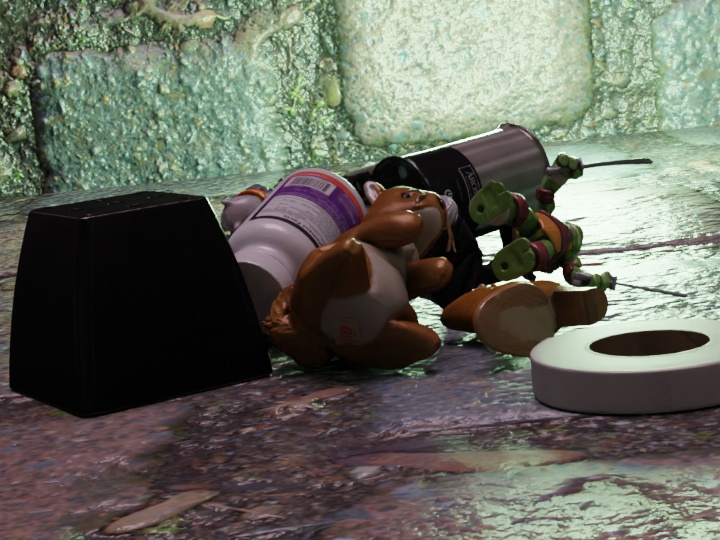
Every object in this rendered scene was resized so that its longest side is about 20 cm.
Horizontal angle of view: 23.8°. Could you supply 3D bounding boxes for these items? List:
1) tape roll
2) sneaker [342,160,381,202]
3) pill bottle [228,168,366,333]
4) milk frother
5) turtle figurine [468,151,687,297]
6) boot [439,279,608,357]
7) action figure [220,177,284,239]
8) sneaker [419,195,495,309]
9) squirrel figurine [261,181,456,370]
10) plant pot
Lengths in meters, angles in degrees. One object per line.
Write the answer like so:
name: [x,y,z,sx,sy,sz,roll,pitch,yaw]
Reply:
tape roll: [0.241,0.078,1.423,0.202,0.037,0.203,-6,10,1]
sneaker: [0.014,-0.143,2.887,0.079,0.074,0.200,-18,5,-12]
pill bottle: [-0.076,-0.018,1.762,0.111,0.112,0.200,-2,26,24]
milk frother: [0.091,-0.071,2.003,0.188,0.181,0.200,-17,20,-36]
turtle figurine: [0.216,-0.050,1.759,0.200,0.144,0.194,10,7,36]
boot: [0.128,0.046,1.631,0.144,0.071,0.201,-5,2,42]
action figure: [-0.129,-0.059,1.962,0.199,0.105,0.193,-5,-2,12]
sneaker: [0.051,0.018,1.815,0.200,0.114,0.076,-39,18,19]
squirrel figurine: [0.000,0.000,1.637,0.200,0.141,0.187,-32,24,39]
plant pot: [-0.223,0.021,1.637,0.199,0.178,0.200,-12,12,-31]
